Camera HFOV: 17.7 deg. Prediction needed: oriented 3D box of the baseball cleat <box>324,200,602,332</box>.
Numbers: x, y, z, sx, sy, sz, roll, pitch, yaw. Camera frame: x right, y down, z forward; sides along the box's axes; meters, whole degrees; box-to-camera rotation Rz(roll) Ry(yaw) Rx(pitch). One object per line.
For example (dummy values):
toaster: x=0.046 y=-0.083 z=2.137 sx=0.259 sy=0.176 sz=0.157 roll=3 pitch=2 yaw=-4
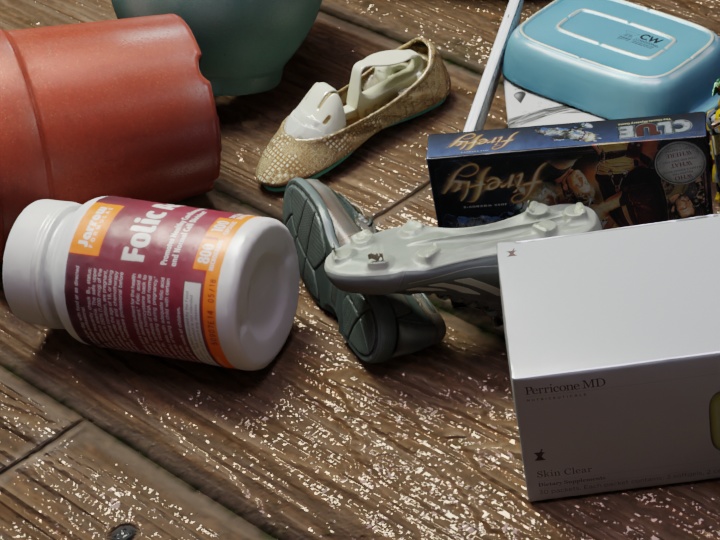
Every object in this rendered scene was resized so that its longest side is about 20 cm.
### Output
baseball cleat: x=0.078 y=0.011 z=1.650 sx=0.200 sy=0.107 sz=0.070 roll=-8 pitch=32 yaw=3

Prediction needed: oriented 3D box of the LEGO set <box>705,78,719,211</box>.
LEGO set: x=0.304 y=-0.087 z=1.667 sx=0.154 sy=0.200 sz=0.116 roll=-48 pitch=34 yaw=-20

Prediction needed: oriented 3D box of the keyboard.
keyboard: x=0.103 y=-0.144 z=1.853 sx=0.011 sy=0.056 sz=0.200 roll=14 pitch=59 yaw=11

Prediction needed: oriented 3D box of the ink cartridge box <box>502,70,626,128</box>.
ink cartridge box: x=0.175 y=-0.090 z=1.797 sx=0.116 sy=0.067 sz=0.200 roll=-7 pitch=35 yaw=4

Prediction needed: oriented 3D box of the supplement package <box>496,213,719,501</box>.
supplement package: x=0.200 y=0.054 z=1.556 sx=0.200 sy=0.111 sz=0.156 roll=-8 pitch=35 yaw=5

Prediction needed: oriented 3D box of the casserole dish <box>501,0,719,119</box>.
casserole dish: x=0.201 y=-0.171 z=1.815 sx=0.200 sy=0.039 sz=0.121 roll=25 pitch=47 yaw=37

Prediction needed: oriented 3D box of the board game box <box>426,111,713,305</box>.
board game box: x=0.156 y=-0.043 z=1.681 sx=0.200 sy=0.136 sz=0.035 roll=-5 pitch=36 yaw=10

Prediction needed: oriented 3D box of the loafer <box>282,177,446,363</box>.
loafer: x=0.000 y=0.000 z=1.735 sx=0.063 sy=0.072 sz=0.200 roll=-4 pitch=39 yaw=-24

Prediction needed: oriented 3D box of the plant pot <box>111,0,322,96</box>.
plant pot: x=-0.125 y=-0.227 z=1.986 sx=0.200 sy=0.134 sz=0.200 roll=3 pitch=19 yaw=-1

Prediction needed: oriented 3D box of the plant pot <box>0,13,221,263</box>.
plant pot: x=-0.225 y=-0.116 z=1.849 sx=0.195 sy=0.201 sz=0.201 roll=-14 pitch=35 yaw=-17

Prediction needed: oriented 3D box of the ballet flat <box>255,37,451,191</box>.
ballet flat: x=-0.011 y=-0.137 z=1.913 sx=0.200 sy=0.065 sz=0.070 roll=-34 pitch=42 yaw=-28

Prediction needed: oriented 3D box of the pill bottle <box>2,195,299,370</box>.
pill bottle: x=-0.156 y=0.005 z=1.713 sx=0.200 sy=0.114 sz=0.114 roll=8 pitch=40 yaw=23
